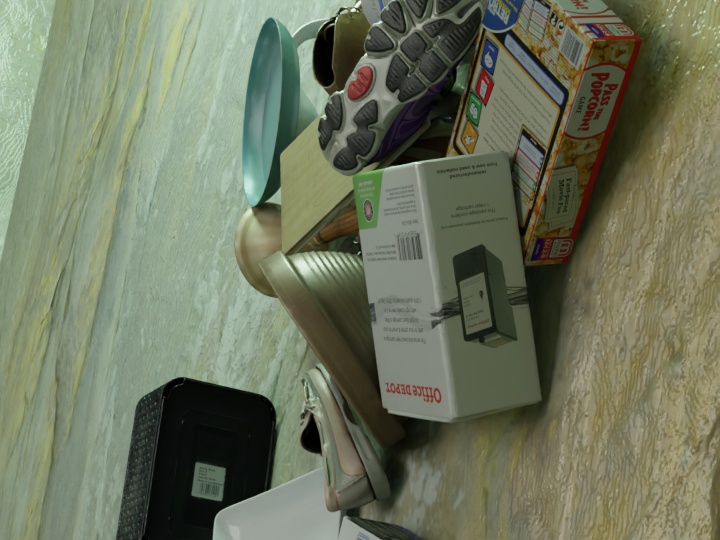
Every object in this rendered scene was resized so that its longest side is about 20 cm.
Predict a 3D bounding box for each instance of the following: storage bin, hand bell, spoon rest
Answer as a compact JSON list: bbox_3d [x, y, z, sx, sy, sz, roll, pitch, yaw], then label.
[{"bbox_3d":[-0.177,0.229,1.774,0.094,0.134,0.202,-30,50,59],"label":"storage bin"},{"bbox_3d":[-0.032,-0.040,1.700,0.199,0.104,0.105,-16,62,49],"label":"hand bell"},{"bbox_3d":[-0.066,-0.185,1.785,0.100,0.060,0.202,113,170,-65],"label":"spoon rest"}]

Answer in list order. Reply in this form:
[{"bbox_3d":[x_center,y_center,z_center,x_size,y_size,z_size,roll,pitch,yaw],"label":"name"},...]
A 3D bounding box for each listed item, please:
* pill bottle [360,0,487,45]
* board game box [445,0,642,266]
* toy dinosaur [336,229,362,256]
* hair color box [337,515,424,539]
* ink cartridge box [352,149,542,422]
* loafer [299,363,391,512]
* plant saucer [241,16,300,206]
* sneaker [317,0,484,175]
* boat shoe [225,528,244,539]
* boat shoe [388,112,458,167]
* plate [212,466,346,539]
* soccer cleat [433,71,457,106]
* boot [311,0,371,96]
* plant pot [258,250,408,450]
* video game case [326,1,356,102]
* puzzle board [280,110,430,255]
[{"bbox_3d":[0.100,-0.250,1.418,0.199,0.111,0.113,9,85,49],"label":"pill bottle"},{"bbox_3d":[0.137,-0.129,1.291,0.152,0.046,0.201,57,142,45],"label":"board game box"},{"bbox_3d":[0.000,0.000,1.610,0.103,0.077,0.200,-59,8,-10],"label":"toy dinosaur"},{"bbox_3d":[0.007,0.321,1.394,0.109,0.064,0.202,-167,90,-68],"label":"hair color box"},{"bbox_3d":[0.067,0.013,1.326,0.145,0.083,0.202,178,83,-69],"label":"ink cartridge box"},{"bbox_3d":[-0.031,0.155,1.546,0.200,0.062,0.072,-125,13,-57],"label":"loafer"},{"bbox_3d":[-0.094,-0.168,1.750,0.200,0.027,0.203,-176,90,-75],"label":"plant saucer"},{"bbox_3d":[0.039,-0.166,1.393,0.081,0.083,0.200,53,125,16],"label":"sneaker"},{"bbox_3d":[-0.126,0.361,1.678,0.068,0.072,0.202,12,77,41],"label":"boat shoe"},{"bbox_3d":[0.062,-0.094,1.499,0.200,0.075,0.075,173,106,-66],"label":"boat shoe"},{"bbox_3d":[-0.076,0.306,1.582,0.199,0.032,0.201,-28,51,40],"label":"plate"},{"bbox_3d":[0.040,-0.197,1.620,0.200,0.067,0.082,169,115,-68],"label":"soccer cleat"},{"bbox_3d":[0.003,-0.228,1.524,0.073,0.075,0.201,-35,35,40],"label":"boot"},{"bbox_3d":[0.000,0.052,1.469,0.092,0.202,0.201,-35,28,-1],"label":"plant pot"},{"bbox_3d":[-0.017,-0.207,1.736,0.200,0.018,0.145,-174,98,-86],"label":"video game case"},{"bbox_3d":[-0.007,-0.119,1.530,0.200,0.017,0.152,-42,32,29],"label":"puzzle board"}]
